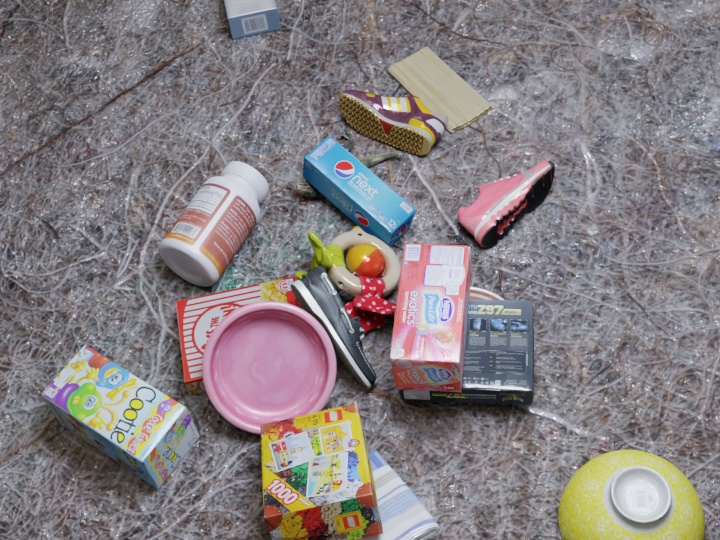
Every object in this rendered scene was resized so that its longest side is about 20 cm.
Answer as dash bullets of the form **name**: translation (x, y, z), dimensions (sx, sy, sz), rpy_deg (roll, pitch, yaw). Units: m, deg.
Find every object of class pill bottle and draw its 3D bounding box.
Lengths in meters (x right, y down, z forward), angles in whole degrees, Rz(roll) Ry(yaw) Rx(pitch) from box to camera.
- **pill bottle**: translation (-0.237, -0.081, 1.772), dimensions (0.112, 0.112, 0.200), rpy_deg (22, 61, 18)

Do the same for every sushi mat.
- **sushi mat**: translation (0.144, -0.334, 1.960), dimensions (0.095, 0.012, 0.200), rpy_deg (-32, 59, -16)

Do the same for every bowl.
- **bowl**: translation (0.374, 0.324, 1.451), dimensions (0.199, 0.108, 0.201), rpy_deg (-3, 57, 4)

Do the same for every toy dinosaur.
- **toy dinosaur**: translation (-0.034, -0.193, 1.868), dimensions (0.199, 0.048, 0.088), rpy_deg (-25, 67, -13)

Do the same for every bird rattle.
- **bird rattle**: translation (0.000, 0.000, 1.707), dimensions (0.200, 0.113, 0.163), rpy_deg (33, 47, 17)

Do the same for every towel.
- **towel**: translation (0.005, 0.335, 1.482), dimensions (0.146, 0.024, 0.200), rpy_deg (-27, 33, -13)

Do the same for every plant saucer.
- **plant saucer**: translation (-0.136, 0.144, 1.603), dimensions (0.199, 0.051, 0.202), rpy_deg (0, 96, -4)

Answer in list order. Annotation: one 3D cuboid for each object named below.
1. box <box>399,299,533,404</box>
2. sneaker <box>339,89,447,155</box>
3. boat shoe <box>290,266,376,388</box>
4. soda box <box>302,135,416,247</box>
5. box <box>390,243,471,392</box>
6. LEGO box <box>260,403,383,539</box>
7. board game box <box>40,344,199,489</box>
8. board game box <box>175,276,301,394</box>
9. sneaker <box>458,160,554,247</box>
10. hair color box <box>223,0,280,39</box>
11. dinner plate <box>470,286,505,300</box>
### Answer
- **box**: translation (0.162, 0.120, 1.611), dimensions (0.199, 0.051, 0.158), rpy_deg (1, 57, 7)
- **sneaker**: translation (0.058, -0.279, 1.904), dimensions (0.199, 0.075, 0.090), rpy_deg (29, 56, 15)
- **boat shoe**: translation (-0.027, 0.086, 1.625), dimensions (0.060, 0.076, 0.201), rpy_deg (-35, 98, -14)
- **soda box**: translation (-0.005, -0.130, 1.783), dimensions (0.200, 0.068, 0.064), rpy_deg (42, 68, 13)
- **box**: translation (0.107, 0.068, 1.565), dimensions (0.102, 0.095, 0.201), rpy_deg (2, 56, 10)
- **LEGO box**: translation (-0.058, 0.288, 1.485), dimensions (0.148, 0.078, 0.200), rpy_deg (-13, 30, 0)
- **board game box**: translation (-0.356, 0.217, 1.593), dimensions (0.199, 0.105, 0.103), rpy_deg (28, 63, 21)
- **board game box**: translation (-0.184, 0.102, 1.686), dimensions (0.199, 0.046, 0.152), rpy_deg (-12, 56, -3)
- **sneaker**: translation (0.243, -0.130, 1.782), dimensions (0.200, 0.074, 0.087), rpy_deg (-41, 61, -19)
- **hair color box**: translation (-0.225, -0.556, 2.113), dimensions (0.098, 0.061, 0.201), rpy_deg (-12, 57, -3)
- **dinner plate**: translation (0.159, 0.114, 1.659), dimensions (0.199, 0.024, 0.201), rpy_deg (-2, 56, 3)
